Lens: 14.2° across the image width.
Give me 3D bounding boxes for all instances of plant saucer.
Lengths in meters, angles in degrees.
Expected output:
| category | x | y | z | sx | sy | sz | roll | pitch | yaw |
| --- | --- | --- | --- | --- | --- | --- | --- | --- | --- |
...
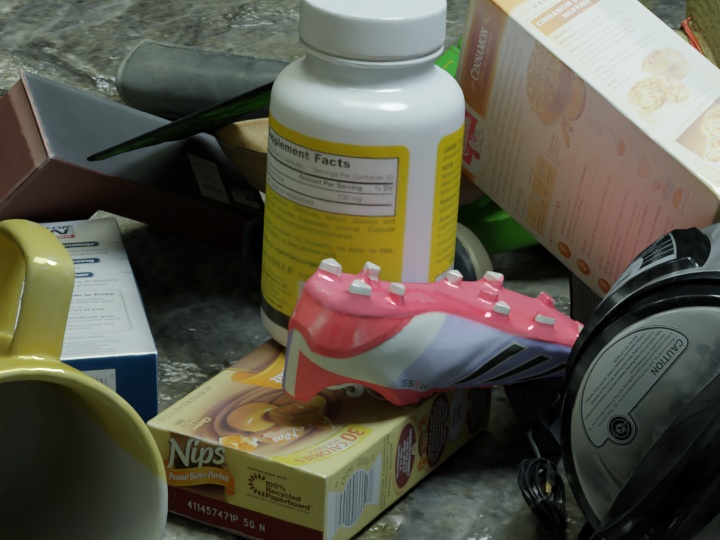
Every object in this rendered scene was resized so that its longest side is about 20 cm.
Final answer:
| category | x | y | z | sx | sy | sz | roll | pitch | yaw |
| --- | --- | --- | --- | --- | --- | --- | --- | --- | --- |
| plant saucer | 0.006 | -0.067 | 1.847 | 0.199 | 0.036 | 0.200 | 2 | 11 | 0 |

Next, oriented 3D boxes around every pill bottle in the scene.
| category | x | y | z | sx | sy | sz | roll | pitch | yaw |
| --- | --- | --- | --- | --- | --- | --- | --- | --- | --- |
| pill bottle | 0.002 | -0.058 | 1.630 | 0.111 | 0.201 | 0.111 | 4 | 22 | -1 |

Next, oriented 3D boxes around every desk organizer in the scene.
| category | x | y | z | sx | sy | sz | roll | pitch | yaw |
| --- | --- | --- | --- | --- | --- | --- | --- | --- | --- |
| desk organizer | -0.157 | -0.054 | 1.851 | 0.199 | 0.077 | 0.072 | 17 | 41 | -46 |

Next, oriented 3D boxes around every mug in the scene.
| category | x | y | z | sx | sy | sz | roll | pitch | yaw |
| --- | --- | --- | --- | --- | --- | --- | --- | --- | --- |
| mug | -0.176 | 0.086 | 1.475 | 0.149 | 0.187 | 0.153 | 41 | -1 | -24 |

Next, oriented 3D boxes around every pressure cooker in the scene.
| category | x | y | z | sx | sy | sz | roll | pitch | yaw |
| --- | --- | --- | --- | --- | --- | --- | --- | --- | --- |
| pressure cooker | 0.198 | 0.072 | 1.506 | 0.178 | 0.177 | 0.200 | 0 | 16 | 21 |

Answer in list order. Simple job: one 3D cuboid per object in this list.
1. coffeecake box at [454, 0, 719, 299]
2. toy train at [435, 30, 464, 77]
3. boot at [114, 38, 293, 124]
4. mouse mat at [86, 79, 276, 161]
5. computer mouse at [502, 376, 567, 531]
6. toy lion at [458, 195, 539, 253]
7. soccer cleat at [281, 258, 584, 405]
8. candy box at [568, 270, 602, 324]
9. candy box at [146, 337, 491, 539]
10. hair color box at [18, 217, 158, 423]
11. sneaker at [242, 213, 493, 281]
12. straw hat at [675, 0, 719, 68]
| category | x | y | z | sx | sy | sz | roll | pitch | yaw |
| --- | --- | --- | --- | --- | --- | --- | --- | --- | --- |
| coffeecake box | 0.146 | -0.072 | 1.679 | 0.073 | 0.154 | 0.200 | -34 | 63 | -28 |
| toy train | 0.091 | -0.118 | 1.896 | 0.056 | 0.042 | 0.200 | -42 | 20 | 0 |
| boot | -0.079 | -0.128 | 2.061 | 0.199 | 0.073 | 0.182 | 17 | 3 | 14 |
| mouse mat | -0.066 | -0.103 | 1.769 | 0.160 | 0.008 | 0.200 | -21 | 2 | 19 |
| computer mouse | 0.105 | 0.088 | 1.623 | 0.034 | 0.059 | 0.200 | -25 | 23 | 11 |
| toy lion | 0.087 | -0.073 | 1.945 | 0.191 | 0.069 | 0.200 | -17 | 31 | 11 |
| soccer cleat | 0.043 | 0.042 | 1.593 | 0.199 | 0.077 | 0.067 | 9 | 21 | -38 |
| candy box | 0.246 | 0.017 | 1.779 | 0.199 | 0.061 | 0.136 | 21 | 39 | 35 |
| candy box | -0.020 | 0.085 | 1.618 | 0.115 | 0.056 | 0.200 | 16 | 26 | 25 |
| hair color box | -0.180 | 0.036 | 1.708 | 0.099 | 0.061 | 0.200 | -3 | 25 | -11 |
| sneaker | 0.000 | 0.000 | 1.802 | 0.084 | 0.075 | 0.200 | -13 | 18 | -35 |
| straw hat | 0.208 | -0.113 | 1.884 | 0.085 | 0.202 | 0.201 | -17 | 25 | -2 |
